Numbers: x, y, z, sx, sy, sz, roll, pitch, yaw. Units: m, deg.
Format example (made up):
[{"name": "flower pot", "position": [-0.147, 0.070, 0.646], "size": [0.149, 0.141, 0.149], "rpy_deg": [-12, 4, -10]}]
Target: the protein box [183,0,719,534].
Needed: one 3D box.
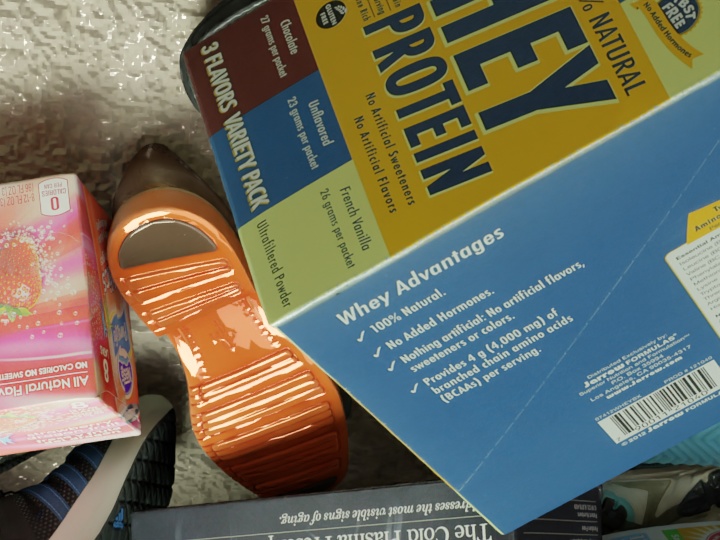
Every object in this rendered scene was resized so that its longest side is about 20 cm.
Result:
[{"name": "protein box", "position": [0.078, -0.032, 0.723], "size": [0.198, 0.135, 0.200], "rpy_deg": [-30, 142, 12]}]

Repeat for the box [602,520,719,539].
[{"name": "box", "position": [0.167, 0.229, 0.900], "size": [0.101, 0.113, 0.201], "rpy_deg": [-5, 114, -11]}]

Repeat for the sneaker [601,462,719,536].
[{"name": "sneaker", "position": [0.151, 0.117, 0.961], "size": [0.199, 0.086, 0.078], "rpy_deg": [1, 106, -13]}]

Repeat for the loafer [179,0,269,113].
[{"name": "loafer", "position": [0.019, -0.107, 0.779], "size": [0.200, 0.070, 0.068], "rpy_deg": [-18, 109, 8]}]

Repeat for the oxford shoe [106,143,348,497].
[{"name": "oxford shoe", "position": [-0.055, 0.026, 0.893], "size": [0.071, 0.073, 0.200], "rpy_deg": [-18, 127, 7]}]

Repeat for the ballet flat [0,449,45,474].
[{"name": "ballet flat", "position": [-0.191, 0.077, 0.938], "size": [0.199, 0.074, 0.074], "rpy_deg": [-26, 130, 18]}]

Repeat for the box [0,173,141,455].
[{"name": "box", "position": [-0.204, 0.032, 0.836], "size": [0.199, 0.103, 0.095], "rpy_deg": [-8, 166, 3]}]

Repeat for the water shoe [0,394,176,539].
[{"name": "water shoe", "position": [-0.146, 0.114, 0.898], "size": [0.079, 0.200, 0.072], "rpy_deg": [10, 119, 12]}]

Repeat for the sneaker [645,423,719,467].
[{"name": "sneaker", "position": [0.124, 0.043, 0.936], "size": [0.199, 0.081, 0.077], "rpy_deg": [5, 136, 14]}]

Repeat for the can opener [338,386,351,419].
[{"name": "can opener", "position": [0.000, 0.000, 0.883], "size": [0.052, 0.067, 0.201], "rpy_deg": [-20, 141, -23]}]

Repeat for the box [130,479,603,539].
[{"name": "box", "position": [0.007, 0.192, 0.867], "size": [0.199, 0.183, 0.104], "rpy_deg": [-10, 169, 28]}]
